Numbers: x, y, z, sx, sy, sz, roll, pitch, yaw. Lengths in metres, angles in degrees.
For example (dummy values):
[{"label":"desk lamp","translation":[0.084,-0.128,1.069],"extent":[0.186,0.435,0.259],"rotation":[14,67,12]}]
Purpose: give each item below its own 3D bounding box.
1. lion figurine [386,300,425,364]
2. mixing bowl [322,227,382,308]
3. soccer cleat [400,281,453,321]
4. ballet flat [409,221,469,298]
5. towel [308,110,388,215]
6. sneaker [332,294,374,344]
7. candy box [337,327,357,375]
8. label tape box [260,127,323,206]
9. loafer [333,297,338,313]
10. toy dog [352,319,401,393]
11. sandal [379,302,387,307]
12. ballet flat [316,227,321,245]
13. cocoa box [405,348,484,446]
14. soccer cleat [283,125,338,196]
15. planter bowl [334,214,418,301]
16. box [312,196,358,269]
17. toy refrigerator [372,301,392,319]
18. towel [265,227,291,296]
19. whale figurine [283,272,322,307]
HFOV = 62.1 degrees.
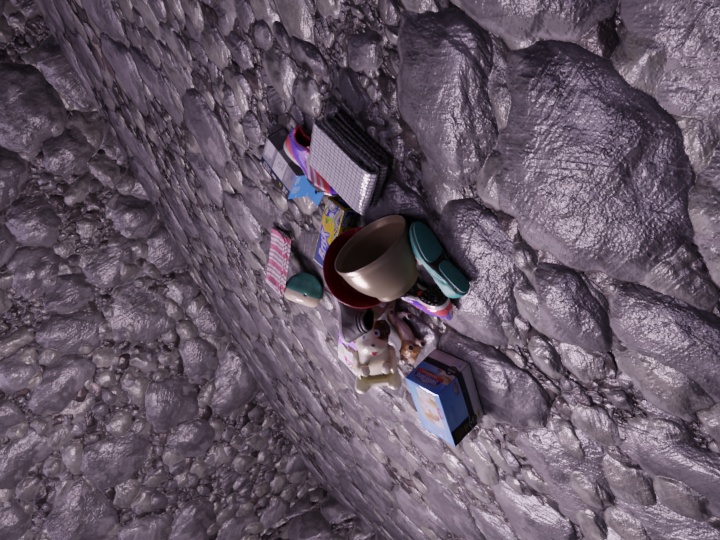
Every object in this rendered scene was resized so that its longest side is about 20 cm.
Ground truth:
[{"label":"lion figurine","translation":[0.118,0.169,1.680],"extent":[0.122,0.071,0.203],"rotation":[168,82,-76]},{"label":"mixing bowl","translation":[0.000,0.000,1.541],"extent":[0.201,0.199,0.108],"rotation":[51,172,4]},{"label":"soccer cleat","translation":[0.150,0.072,1.495],"extent":[0.199,0.068,0.074],"rotation":[21,148,48]},{"label":"ballet flat","translation":[0.164,-0.016,1.350],"extent":[0.201,0.067,0.070],"rotation":[52,146,1]},{"label":"towel","translation":[-0.027,-0.249,1.376],"extent":[0.200,0.085,0.166],"rotation":[45,155,13]},{"label":"sneaker","translation":[-0.016,0.089,1.620],"extent":[0.098,0.070,0.204],"rotation":[-20,70,27]},{"label":"candy box","translation":[0.003,0.274,1.983],"extent":[0.167,0.071,0.201],"rotation":[41,152,23]},{"label":"label tape box","translation":[-0.186,-0.268,1.642],"extent":[0.201,0.063,0.144],"rotation":[52,155,5]},{"label":"loafer","translation":[-0.045,0.035,1.722],"extent":[0.067,0.074,0.204],"rotation":[102,166,-81]},{"label":"toy dog","translation":[0.044,0.223,1.690],"extent":[0.137,0.196,0.202],"rotation":[-1,138,10]},{"label":"sandal","translation":[0.005,0.013,1.641],"extent":[0.059,0.079,0.209],"rotation":[-32,86,27]},{"label":"ballet flat","translation":[-0.087,-0.107,1.672],"extent":[0.071,0.070,0.201],"rotation":[46,153,13]},{"label":"cocoa box","translation":[0.229,0.343,1.617],"extent":[0.132,0.131,0.202],"rotation":[20,139,48]},{"label":"soccer cleat","translation":[-0.114,-0.272,1.502],"extent":[0.200,0.068,0.073],"rotation":[48,141,8]},{"label":"planter bowl","translation":[0.055,-0.014,1.412],"extent":[0.199,0.200,0.135],"rotation":[7,138,56]},{"label":"box","translation":[-0.065,-0.096,1.575],"extent":[0.070,0.064,0.202],"rotation":[39,131,29]},{"label":"toy refrigerator","translation":[0.024,0.116,1.760],"extent":[0.076,0.070,0.200],"rotation":[43,154,4]},{"label":"towel","translation":[-0.281,-0.032,2.005],"extent":[0.146,0.029,0.204],"rotation":[32,116,58]},{"label":"whale figurine","translation":[-0.196,0.056,2.041],"extent":[0.157,0.106,0.200],"rotation":[19,-178,-12]}]
